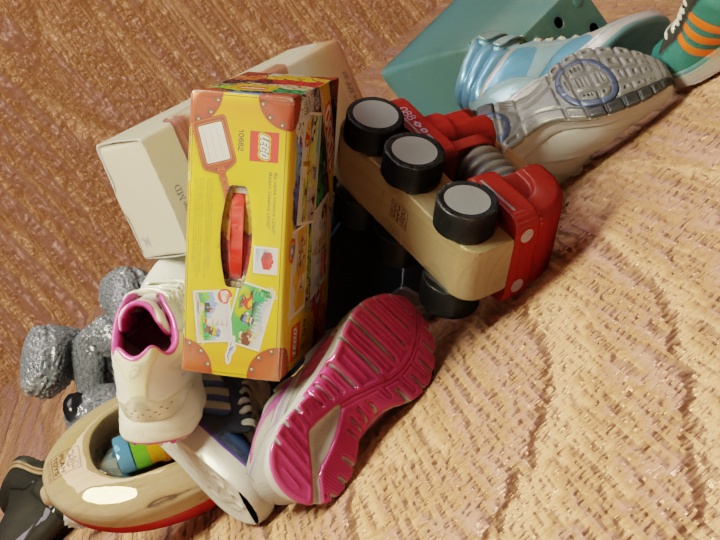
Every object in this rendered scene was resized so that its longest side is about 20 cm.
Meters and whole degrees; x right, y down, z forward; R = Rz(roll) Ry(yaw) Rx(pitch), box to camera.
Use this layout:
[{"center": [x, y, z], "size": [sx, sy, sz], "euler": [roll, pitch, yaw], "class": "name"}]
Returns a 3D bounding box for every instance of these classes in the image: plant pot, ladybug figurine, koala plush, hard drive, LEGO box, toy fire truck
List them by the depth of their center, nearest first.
[{"center": [-0.072, -0.038, 1.440], "size": [0.076, 0.202, 0.149], "euler": [6, 13, 11], "class": "LEGO box"}, {"center": [0.098, -0.058, 1.502], "size": [0.199, 0.176, 0.130], "euler": [-20, -43, -30], "class": "toy fire truck"}, {"center": [-0.162, 0.155, 1.597], "size": [0.198, 0.072, 0.136], "euler": [-18, 42, -1], "class": "ladybug figurine"}, {"center": [0.000, 0.000, 1.674], "size": [0.200, 0.042, 0.136], "euler": [-28, 54, 52], "class": "hard drive"}, {"center": [0.150, -0.195, 1.877], "size": [0.141, 0.142, 0.200], "euler": [-45, 15, -25], "class": "plant pot"}, {"center": [-0.221, 0.139, 1.878], "size": [0.177, 0.183, 0.201], "euler": [-35, 32, 29], "class": "koala plush"}]

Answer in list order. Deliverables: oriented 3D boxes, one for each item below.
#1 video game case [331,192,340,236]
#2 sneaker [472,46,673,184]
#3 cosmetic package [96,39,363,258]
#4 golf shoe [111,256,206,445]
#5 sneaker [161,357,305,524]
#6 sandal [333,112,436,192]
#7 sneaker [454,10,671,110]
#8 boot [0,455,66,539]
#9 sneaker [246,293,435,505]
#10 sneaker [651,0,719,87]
[{"center": [-0.081, -0.032, 1.642], "size": [0.142, 0.018, 0.200], "euler": [-10, 28, 31], "class": "video game case"}, {"center": [0.167, -0.117, 1.627], "size": [0.199, 0.087, 0.075], "euler": [-23, 50, 14], "class": "sneaker"}, {"center": [-0.095, -0.098, 1.571], "size": [0.199, 0.104, 0.087], "euler": [-31, 14, -28], "class": "cosmetic package"}, {"center": [-0.146, 0.039, 1.481], "size": [0.075, 0.092, 0.201], "euler": [-9, 37, 7], "class": "golf shoe"}, {"center": [-0.085, 0.096, 1.520], "size": [0.146, 0.081, 0.200], "euler": [-37, 40, -16], "class": "sneaker"}, {"center": [0.043, -0.104, 1.657], "size": [0.075, 0.045, 0.199], "euler": [-18, -1, 37], "class": "sandal"}, {"center": [0.168, -0.188, 1.731], "size": [0.199, 0.080, 0.130], "euler": [-32, 44, -21], "class": "sneaker"}, {"center": [-0.358, 0.263, 2.025], "size": [0.139, 0.077, 0.200], "euler": [-52, 13, -29], "class": "boot"}, {"center": [-0.022, 0.093, 1.432], "size": [0.200, 0.082, 0.088], "euler": [-47, 13, -36], "class": "sneaker"}, {"center": [0.285, -0.208, 1.562], "size": [0.071, 0.080, 0.200], "euler": [-46, 10, -27], "class": "sneaker"}]
